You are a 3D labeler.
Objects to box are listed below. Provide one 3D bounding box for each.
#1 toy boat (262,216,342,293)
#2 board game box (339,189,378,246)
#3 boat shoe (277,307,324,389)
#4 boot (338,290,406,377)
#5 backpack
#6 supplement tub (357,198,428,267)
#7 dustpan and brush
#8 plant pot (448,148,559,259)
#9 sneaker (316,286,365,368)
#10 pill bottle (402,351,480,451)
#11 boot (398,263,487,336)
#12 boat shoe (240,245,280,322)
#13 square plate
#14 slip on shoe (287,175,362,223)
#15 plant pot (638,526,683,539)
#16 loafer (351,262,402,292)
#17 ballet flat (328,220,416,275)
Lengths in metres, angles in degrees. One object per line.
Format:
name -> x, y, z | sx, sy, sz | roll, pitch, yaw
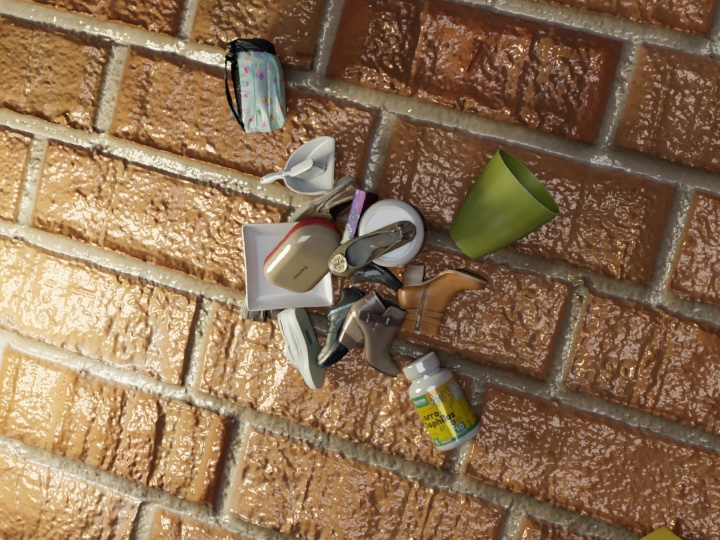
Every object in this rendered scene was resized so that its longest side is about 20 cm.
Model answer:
toy boat -> -0.123, -0.051, 1.664 | 0.130, 0.132, 0.200 | 22, 136, -27
board game box -> -0.001, -0.115, 1.673 | 0.032, 0.200, 0.121 | 13, 96, 7
boat shoe -> -0.142, 0.184, 1.790 | 0.071, 0.070, 0.203 | -16, 92, 30
boot -> 0.052, 0.140, 1.714 | 0.199, 0.070, 0.146 | 34, 105, -26
backpack -> -0.231, -0.412, 1.722 | 0.125, 0.167, 0.202 | -4, 99, 5
supplement tub -> 0.076, -0.083, 1.662 | 0.139, 0.200, 0.142 | 1, 94, 10
dustpan and brush -> -0.149, -0.225, 1.757 | 0.199, 0.057, 0.141 | -17, 64, 41
plant pot -> 0.292, -0.124, 1.649 | 0.187, 0.187, 0.200 | 47, 114, 4
sneaker -> -0.048, 0.133, 1.771 | 0.082, 0.073, 0.201 | 35, 93, 23
pill bottle -> 0.176, 0.290, 1.712 | 0.112, 0.113, 0.201 | -28, 89, 10
boot -> 0.180, 0.071, 1.714 | 0.198, 0.077, 0.157 | 7, 93, 12
boat shoe -> -0.219, 0.029, 1.791 | 0.073, 0.075, 0.202 | 20, 105, -1
square plate -> -0.164, -0.013, 1.739 | 0.198, 0.028, 0.200 | -3, 101, -7
slip on shoe -> -0.080, -0.134, 1.748 | 0.199, 0.076, 0.061 | -35, 66, 3
plant pot -> 0.659, 0.669, 1.622 | 0.200, 0.200, 0.177 | 42, 87, 5
loafer -> 0.000, 0.000, 1.715 | 0.199, 0.073, 0.073 | 31, 93, 2
ballet flat -> 0.022, -0.046, 1.547 | 0.198, 0.046, 0.068 | -23, 89, 12
